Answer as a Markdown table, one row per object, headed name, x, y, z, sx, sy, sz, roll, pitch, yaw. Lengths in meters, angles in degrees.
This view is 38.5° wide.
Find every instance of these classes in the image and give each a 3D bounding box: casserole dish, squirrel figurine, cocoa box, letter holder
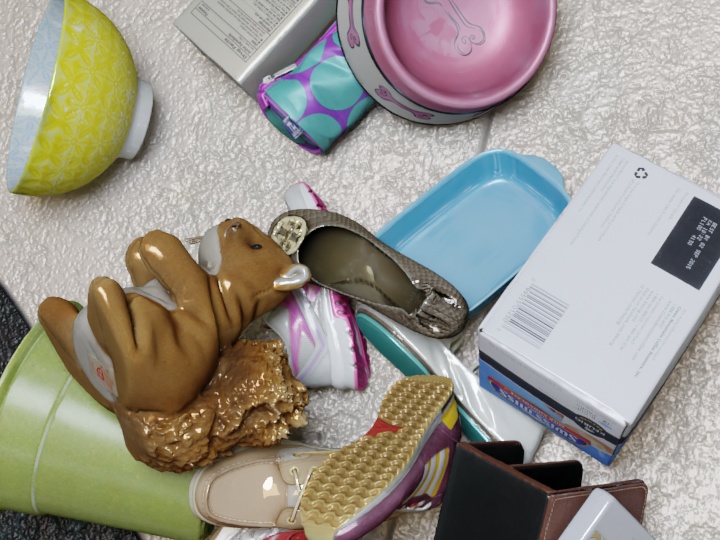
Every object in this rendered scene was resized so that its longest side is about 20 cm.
| name | x | y | z | sx | sy | sz | roll | pitch | yaw |
| --- | --- | --- | --- | --- | --- | --- | --- | --- | --- |
| casserole dish | 0.096 | -0.024 | 0.909 | 0.200 | 0.039 | 0.121 | -39 | 57 | -11 |
| squirrel figurine | -0.123 | 0.055 | 0.835 | 0.187 | 0.141 | 0.200 | -29 | 91 | -35 |
| cocoa box | 0.200 | 0.029 | 0.826 | 0.133 | 0.131 | 0.200 | 32 | 73 | 18 |
| letter holder | 0.136 | 0.247 | 0.829 | 0.100 | 0.142 | 0.200 | 22 | 103 | 48 |

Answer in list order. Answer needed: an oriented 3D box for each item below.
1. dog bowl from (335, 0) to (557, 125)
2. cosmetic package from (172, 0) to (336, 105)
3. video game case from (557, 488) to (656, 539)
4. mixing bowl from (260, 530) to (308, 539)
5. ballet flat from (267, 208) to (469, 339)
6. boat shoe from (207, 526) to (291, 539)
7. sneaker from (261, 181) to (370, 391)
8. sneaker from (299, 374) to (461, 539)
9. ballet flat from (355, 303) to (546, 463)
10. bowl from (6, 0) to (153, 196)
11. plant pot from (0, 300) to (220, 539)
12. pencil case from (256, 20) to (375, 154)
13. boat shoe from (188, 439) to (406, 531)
| name | x | y | z | sx | sy | sz | roll | pitch | yaw |
| --- | --- | --- | --- | --- | --- | --- | --- | --- | --- |
| dog bowl | 0.083 | -0.227 | 0.907 | 0.200 | 0.074 | 0.201 | -3 | 101 | -15 |
| cosmetic package | -0.069 | -0.268 | 1.000 | 0.200 | 0.087 | 0.103 | -46 | 73 | 1 |
| video game case | 0.170 | 0.289 | 0.776 | 0.200 | 0.182 | 0.023 | -51 | 33 | -9 |
| mixing bowl | -0.036 | 0.273 | 0.793 | 0.200 | 0.200 | 0.109 | 31 | 101 | 18 |
| ballet flat | 0.000 | 0.000 | 0.862 | 0.200 | 0.046 | 0.067 | 29 | 95 | 24 |
| boat shoe | -0.123 | 0.282 | 0.910 | 0.069 | 0.071 | 0.200 | 40 | 89 | 20 |
| sneaker | -0.053 | 0.017 | 0.941 | 0.088 | 0.081 | 0.200 | -13 | 75 | 10 |
| sneaker | 0.028 | 0.165 | 0.799 | 0.075 | 0.200 | 0.090 | 1 | 117 | 35 |
| ballet flat | 0.083 | 0.090 | 0.907 | 0.069 | 0.069 | 0.200 | -46 | 76 | 2 |
| bowl | -0.266 | -0.160 | 1.006 | 0.107 | 0.200 | 0.201 | 14 | 80 | -26 |
| plant pot | -0.204 | 0.150 | 0.913 | 0.190 | 0.200 | 0.200 | 18 | 84 | 4 |
| pencil case | -0.007 | -0.205 | 0.971 | 0.200 | 0.092 | 0.085 | -48 | 27 | 0 |
| boat shoe | -0.039 | 0.179 | 0.854 | 0.200 | 0.069 | 0.074 | 0 | 90 | -27 |
